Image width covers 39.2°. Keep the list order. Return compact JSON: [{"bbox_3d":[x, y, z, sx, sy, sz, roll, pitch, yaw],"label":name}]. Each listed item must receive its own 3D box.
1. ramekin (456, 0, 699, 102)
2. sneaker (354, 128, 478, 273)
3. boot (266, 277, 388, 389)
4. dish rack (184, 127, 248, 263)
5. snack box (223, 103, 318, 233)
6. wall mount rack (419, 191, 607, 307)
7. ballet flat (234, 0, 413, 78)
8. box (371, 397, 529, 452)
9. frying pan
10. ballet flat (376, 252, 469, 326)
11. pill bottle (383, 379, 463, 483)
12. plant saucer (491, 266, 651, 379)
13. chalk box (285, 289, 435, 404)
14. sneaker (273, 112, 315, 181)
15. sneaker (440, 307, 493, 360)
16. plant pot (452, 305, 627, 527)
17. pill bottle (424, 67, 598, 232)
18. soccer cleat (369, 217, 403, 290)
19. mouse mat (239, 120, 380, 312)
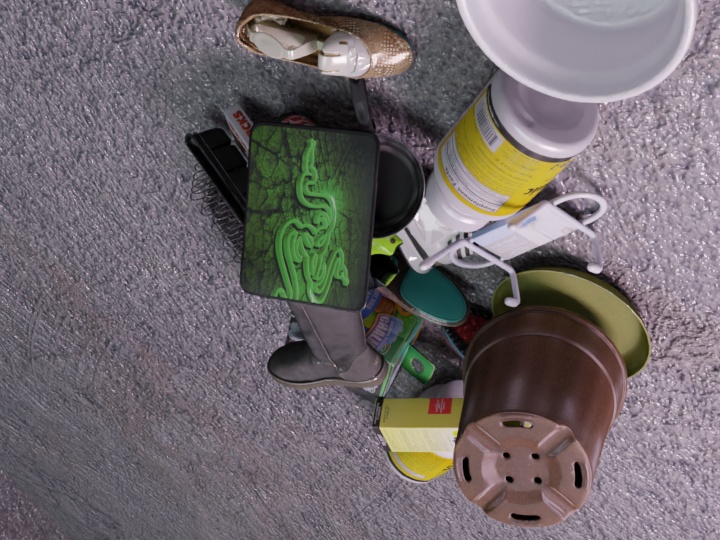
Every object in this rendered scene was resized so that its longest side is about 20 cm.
[{"bbox_3d":[0.186,-0.245,0.826,0.200,0.098,0.201,22,146,16],"label":"ramekin"},{"bbox_3d":[0.075,-0.093,1.163,0.115,0.076,0.201,-18,121,30],"label":"sneaker"},{"bbox_3d":[-0.065,0.066,1.237,0.182,0.073,0.200,-5,142,22],"label":"boot"},{"bbox_3d":[-0.173,-0.082,1.325,0.153,0.055,0.200,55,154,16],"label":"dish rack"},{"bbox_3d":[-0.100,-0.109,1.207,0.200,0.024,0.072,54,169,25],"label":"snack box"},{"bbox_3d":[0.163,-0.026,1.088,0.200,0.075,0.174,-26,144,37],"label":"wall mount rack"},{"bbox_3d":[-0.044,-0.233,1.059,0.200,0.065,0.071,16,134,21],"label":"ballet flat"},{"bbox_3d":[0.121,0.206,1.348,0.200,0.050,0.075,-3,142,19],"label":"box"},{"bbox_3d":[-0.002,-0.125,1.108,0.115,0.031,0.190,-32,83,19],"label":"frying pan"},{"bbox_3d":[0.053,0.012,1.316,0.200,0.068,0.067,34,167,8],"label":"ballet flat"},{"bbox_3d":[0.116,0.237,1.499,0.112,0.113,0.200,33,148,-1],"label":"pill bottle"},{"bbox_3d":[0.257,0.061,1.227,0.200,0.031,0.200,22,146,16],"label":"plant saucer"},{"bbox_3d":[0.013,0.089,1.385,0.200,0.124,0.125,26,146,8],"label":"chalk box"},{"bbox_3d":[-0.033,-0.092,1.199,0.201,0.067,0.108,57,173,-28],"label":"sneaker"},{"bbox_3d":[0.180,0.129,1.338,0.200,0.079,0.096,36,149,-5],"label":"sneaker"},{"bbox_3d":[0.195,0.172,1.153,0.200,0.198,0.201,8,117,15],"label":"plant pot"},{"bbox_3d":[0.141,-0.118,1.017,0.111,0.111,0.200,35,148,-4],"label":"pill bottle"},{"bbox_3d":[0.000,0.000,1.211,0.081,0.068,0.200,39,153,10],"label":"soccer cleat"},{"bbox_3d":[-0.059,-0.061,1.123,0.161,0.008,0.200,8,101,22],"label":"mouse mat"}]
